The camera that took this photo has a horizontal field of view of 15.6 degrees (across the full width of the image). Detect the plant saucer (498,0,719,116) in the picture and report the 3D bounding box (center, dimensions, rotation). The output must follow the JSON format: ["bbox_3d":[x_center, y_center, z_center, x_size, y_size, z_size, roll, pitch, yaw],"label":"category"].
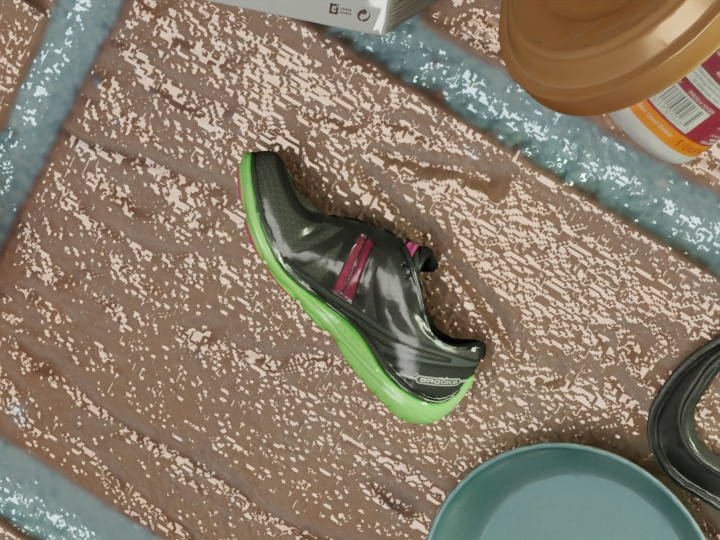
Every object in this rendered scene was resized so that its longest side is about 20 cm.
[{"bbox_3d":[0.151,-0.177,1.429,0.200,0.201,0.032,-38,127,24],"label":"plant saucer"}]

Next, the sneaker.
[{"bbox_3d":[0.000,0.000,1.600,0.084,0.077,0.200,-41,94,6],"label":"sneaker"}]

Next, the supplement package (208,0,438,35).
[{"bbox_3d":[-0.042,-0.259,1.485,0.191,0.147,0.201,13,109,14],"label":"supplement package"}]

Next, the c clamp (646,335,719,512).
[{"bbox_3d":[0.277,0.094,1.559,0.200,0.027,0.171,25,117,7],"label":"c clamp"}]

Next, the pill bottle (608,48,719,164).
[{"bbox_3d":[0.221,-0.156,1.452,0.200,0.110,0.110,-37,93,24],"label":"pill bottle"}]

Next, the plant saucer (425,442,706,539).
[{"bbox_3d":[0.134,0.200,1.615,0.199,0.036,0.201,5,101,26],"label":"plant saucer"}]
